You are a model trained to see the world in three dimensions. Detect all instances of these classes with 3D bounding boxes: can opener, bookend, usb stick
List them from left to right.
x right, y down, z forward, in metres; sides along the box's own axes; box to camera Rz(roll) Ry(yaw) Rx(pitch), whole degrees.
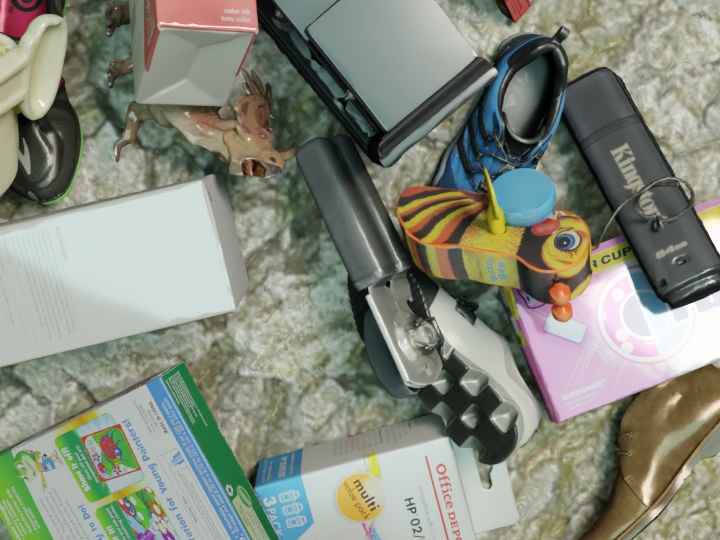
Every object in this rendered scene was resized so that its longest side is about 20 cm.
[{"bbox_3d":[-0.014,-0.177,0.704,0.092,0.200,0.199,-39,97,3],"label":"bookend"},{"bbox_3d":[0.000,0.000,0.758,0.067,0.053,0.201,-30,83,36],"label":"can opener"},{"bbox_3d":[0.207,-0.066,0.761,0.055,0.033,0.201,-23,65,4],"label":"usb stick"}]

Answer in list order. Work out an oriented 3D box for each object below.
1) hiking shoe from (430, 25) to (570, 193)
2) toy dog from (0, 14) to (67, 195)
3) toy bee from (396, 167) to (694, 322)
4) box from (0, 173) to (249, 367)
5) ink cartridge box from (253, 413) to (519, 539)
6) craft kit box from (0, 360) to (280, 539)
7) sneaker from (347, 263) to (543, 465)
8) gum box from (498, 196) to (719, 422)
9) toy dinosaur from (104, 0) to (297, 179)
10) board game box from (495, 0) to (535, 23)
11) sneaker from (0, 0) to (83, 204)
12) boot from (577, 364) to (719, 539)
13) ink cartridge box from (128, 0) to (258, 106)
[{"bbox_3d":[0.102,-0.088,0.775,0.074,0.087,0.201,16,97,-4],"label":"hiking shoe"},{"bbox_3d":[-0.320,-0.140,0.690,0.200,0.194,0.140,32,56,5],"label":"toy dog"},{"bbox_3d":[0.115,-0.019,0.696,0.199,0.109,0.131,-17,130,32],"label":"toy bee"},{"bbox_3d":[-0.194,-0.002,0.759,0.199,0.124,0.098,-13,98,1],"label":"box"},{"bbox_3d":[0.026,0.190,0.817,0.199,0.068,0.116,-16,98,0],"label":"ink cartridge box"},{"bbox_3d":[-0.174,0.199,0.791,0.197,0.049,0.201,-26,95,18],"label":"craft kit box"},{"bbox_3d":[0.068,0.058,0.808,0.074,0.088,0.200,-45,74,32],"label":"sneaker"},{"bbox_3d":[0.221,0.029,0.789,0.199,0.066,0.114,-22,82,2],"label":"gum box"},{"bbox_3d":[-0.121,-0.155,0.767,0.135,0.086,0.201,-3,81,-12],"label":"toy dinosaur"},{"bbox_3d":[0.115,-0.260,0.707,0.103,0.200,0.019,-48,64,4],"label":"board game box"},{"bbox_3d":[-0.254,-0.149,0.758,0.076,0.084,0.201,-4,97,0],"label":"sneaker"},{"bbox_3d":[0.230,0.157,0.829,0.075,0.074,0.200,40,90,13],"label":"boot"},{"bbox_3d":[-0.119,-0.226,0.684,0.067,0.116,0.201,-2,76,-20],"label":"ink cartridge box"}]
